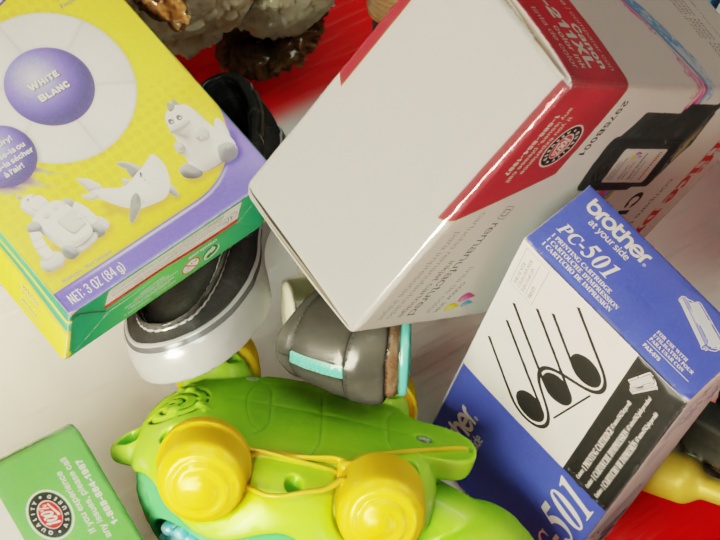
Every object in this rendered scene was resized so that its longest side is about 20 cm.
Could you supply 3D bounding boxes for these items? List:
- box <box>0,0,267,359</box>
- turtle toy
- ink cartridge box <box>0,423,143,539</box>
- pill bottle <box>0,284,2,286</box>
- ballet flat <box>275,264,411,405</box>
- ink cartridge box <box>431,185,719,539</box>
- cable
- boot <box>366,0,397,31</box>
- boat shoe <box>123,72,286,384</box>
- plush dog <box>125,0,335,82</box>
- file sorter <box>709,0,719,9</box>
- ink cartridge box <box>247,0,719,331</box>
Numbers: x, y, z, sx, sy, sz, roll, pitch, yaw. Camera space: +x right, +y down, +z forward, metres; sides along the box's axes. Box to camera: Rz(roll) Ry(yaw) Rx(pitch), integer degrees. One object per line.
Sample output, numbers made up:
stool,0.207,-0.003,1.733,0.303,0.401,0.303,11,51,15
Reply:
box,-0.141,-0.074,0.834,0.117,0.048,0.200,-35,73,-26
turtle toy,-0.013,0.105,0.851,0.198,0.102,0.146,13,19,-4
ink cartridge box,-0.171,0.178,0.792,0.199,0.084,0.147,-25,69,-24
pill bottle,-0.223,-0.048,0.892,0.198,0.112,0.112,0,61,-12
ballet flat,0.000,0.000,0.900,0.068,0.069,0.200,4,19,7
ink cartridge box,0.092,0.056,0.850,0.044,0.200,0.094,-37,74,-27
cable,0.201,0.103,0.891,0.097,0.051,0.199,-19,36,-34
boot,0.104,-0.115,0.958,0.198,0.168,0.073,-4,36,3
boat shoe,-0.073,-0.029,0.897,0.069,0.067,0.201,-12,31,21
plush dog,-0.071,-0.168,0.945,0.171,0.202,0.160,-12,36,-38
file sorter,0.147,-0.208,1.058,0.137,0.123,0.201,19,59,0
ink cartridge box,0.072,-0.057,0.834,0.199,0.146,0.083,-6,53,-54
